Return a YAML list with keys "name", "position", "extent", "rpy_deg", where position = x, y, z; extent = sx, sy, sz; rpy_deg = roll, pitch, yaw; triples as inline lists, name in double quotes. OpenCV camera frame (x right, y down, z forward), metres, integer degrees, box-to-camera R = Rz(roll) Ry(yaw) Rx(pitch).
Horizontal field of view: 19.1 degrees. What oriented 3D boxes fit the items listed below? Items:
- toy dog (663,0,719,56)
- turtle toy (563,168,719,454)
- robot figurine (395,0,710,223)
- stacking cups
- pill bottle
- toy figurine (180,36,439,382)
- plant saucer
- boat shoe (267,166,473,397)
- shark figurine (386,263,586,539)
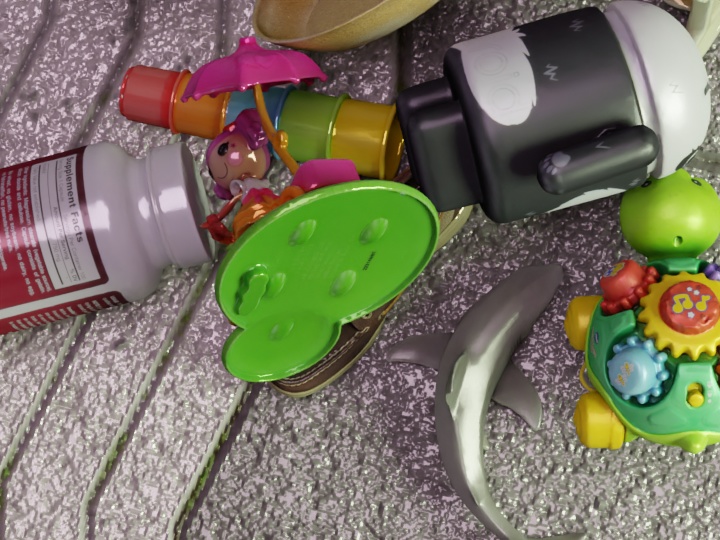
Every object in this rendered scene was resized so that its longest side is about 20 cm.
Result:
- name: "toy dog"
  position: [0.183, -0.267, 1.443]
  extent: [0.200, 0.140, 0.194]
  rpy_deg: [32, 82, 13]
- name: "turtle toy"
  position: [0.208, 0.028, 1.397]
  extent: [0.145, 0.101, 0.200]
  rpy_deg: [-3, 57, 0]
- name: "robot figurine"
  position: [0.128, -0.100, 1.389]
  extent: [0.200, 0.125, 0.151]
  rpy_deg: [-16, 66, -3]
- name: "stacking cups"
  position: [-0.071, -0.103, 1.493]
  extent: [0.199, 0.061, 0.061]
  rpy_deg: [9, 82, 12]
- name: "pill bottle"
  position: [-0.207, -0.023, 1.470]
  extent: [0.199, 0.113, 0.113]
  rpy_deg: [-14, 79, 5]
- name: "toy figurine"
  position: [-0.059, -0.058, 1.409]
  extent: [0.150, 0.200, 0.184]
  rpy_deg: [-3, 52, -29]
- name: "plant saucer"
  position: [0.018, -0.209, 1.453]
  extent: [0.200, 0.200, 0.035]
  rpy_deg: [-37, 116, 1]
- name: "boat shoe"
  position: [0.000, 0.000, 1.457]
  extent: [0.072, 0.072, 0.200]
  rpy_deg: [43, 89, 12]
- name: "shark figurine"
  position: [0.078, 0.102, 1.424]
  extent: [0.128, 0.090, 0.215]
  rpy_deg: [-5, 78, 9]
